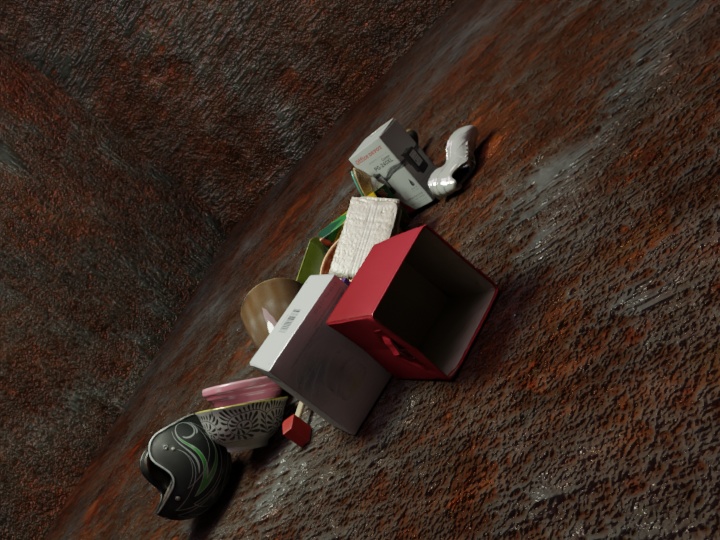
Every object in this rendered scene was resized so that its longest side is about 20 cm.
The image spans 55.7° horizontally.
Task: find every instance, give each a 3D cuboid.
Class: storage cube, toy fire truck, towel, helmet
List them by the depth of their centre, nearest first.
[{"bbox_3d":[0.082,0.058,1.108,0.201,0.171,0.179,-58,17,-21],"label":"storage cube"},{"bbox_3d":[-0.088,0.241,1.370,0.141,0.049,0.201,-45,18,21],"label":"toy fire truck"},{"bbox_3d":[-0.377,0.434,1.480,0.199,0.191,0.200,-34,-10,-7],"label":"helmet"},{"bbox_3d":[0.013,-0.069,1.500,0.131,0.034,0.202,8,73,31],"label":"towel"}]

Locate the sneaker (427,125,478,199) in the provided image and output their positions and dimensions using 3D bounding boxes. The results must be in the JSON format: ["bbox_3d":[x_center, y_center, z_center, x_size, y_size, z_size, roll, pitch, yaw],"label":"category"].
[{"bbox_3d":[0.230,-0.247,1.545,0.087,0.074,0.201,-3,57,52],"label":"sneaker"}]

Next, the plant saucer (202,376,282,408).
[{"bbox_3d":[-0.262,0.281,1.572,0.200,0.199,0.051,-25,74,55],"label":"plant saucer"}]

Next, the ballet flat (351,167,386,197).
[{"bbox_3d":[0.045,-0.170,1.637,0.065,0.201,0.071,-20,32,16],"label":"ballet flat"}]

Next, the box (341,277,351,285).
[{"bbox_3d":[-0.034,0.087,1.397,0.200,0.136,0.039,-22,34,58],"label":"box"}]

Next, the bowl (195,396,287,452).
[{"bbox_3d":[-0.247,0.332,1.451,0.200,0.199,0.095,-24,73,56],"label":"bowl"}]

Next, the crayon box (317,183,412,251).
[{"bbox_3d":[0.015,-0.094,1.606,0.199,0.127,0.051,-37,26,8],"label":"crayon box"}]

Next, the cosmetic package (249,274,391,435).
[{"bbox_3d":[-0.050,0.146,1.211,0.200,0.200,0.123,-56,21,-16],"label":"cosmetic package"}]

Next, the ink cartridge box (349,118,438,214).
[{"bbox_3d":[0.088,-0.242,1.631,0.084,0.200,0.145,-51,14,-31],"label":"ink cartridge box"}]

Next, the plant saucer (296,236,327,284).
[{"bbox_3d":[-0.130,0.014,1.801,0.200,0.047,0.202,-57,-14,-83],"label":"plant saucer"}]

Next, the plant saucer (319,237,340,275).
[{"bbox_3d":[0.000,0.000,1.522,0.198,0.037,0.202,-15,58,25],"label":"plant saucer"}]

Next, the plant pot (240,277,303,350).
[{"bbox_3d":[-0.180,0.149,1.622,0.187,0.186,0.200,-47,32,12],"label":"plant pot"}]

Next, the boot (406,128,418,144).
[{"bbox_3d":[0.148,-0.314,1.876,0.138,0.077,0.202,-14,53,56],"label":"boot"}]
